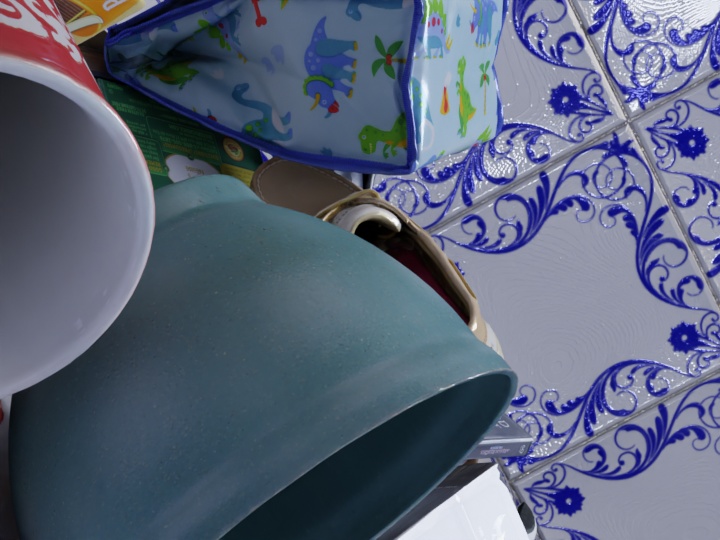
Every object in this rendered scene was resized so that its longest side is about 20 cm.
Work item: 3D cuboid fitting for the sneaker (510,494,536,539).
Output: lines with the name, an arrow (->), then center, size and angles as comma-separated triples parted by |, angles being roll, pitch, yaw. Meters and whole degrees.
sneaker -> 0.012, 0.159, 1.095 | 0.198, 0.082, 0.075 | 24, 21, 13

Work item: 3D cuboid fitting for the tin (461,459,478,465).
tin -> -0.004, 0.096, 1.191 | 0.199, 0.042, 0.112 | 37, 29, 18

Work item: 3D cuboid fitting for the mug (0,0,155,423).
mug -> -0.168, -0.051, 0.580 | 0.132, 0.178, 0.201 | 12, 32, -32

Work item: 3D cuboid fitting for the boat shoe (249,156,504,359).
boat shoe -> 0.006, -0.010, 0.918 | 0.200, 0.074, 0.069 | 42, -19, 30

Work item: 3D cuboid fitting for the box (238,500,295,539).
box -> -0.066, 0.049, 0.827 | 0.161, 0.049, 0.200 | 47, 23, -4

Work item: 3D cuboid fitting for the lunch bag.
lunch bag -> -0.028, -0.131, 0.995 | 0.170, 0.198, 0.129 | -23, 117, -65

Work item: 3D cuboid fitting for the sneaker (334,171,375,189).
sneaker -> -0.002, 0.000, 0.999 | 0.201, 0.076, 0.148 | 7, -88, 53

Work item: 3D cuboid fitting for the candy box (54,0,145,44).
candy box -> -0.192, -0.160, 0.749 | 0.056, 0.115, 0.200 | 65, 6, 27

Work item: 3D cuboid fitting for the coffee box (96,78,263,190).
coffee box -> -0.094, -0.009, 0.959 | 0.122, 0.044, 0.202 | 11, 51, -45

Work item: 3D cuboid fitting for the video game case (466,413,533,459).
video game case -> 0.006, 0.085, 1.136 | 0.199, 0.019, 0.143 | 4, 27, -45

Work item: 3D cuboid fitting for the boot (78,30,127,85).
boot -> -0.169, -0.138, 1.036 | 0.098, 0.074, 0.200 | 61, 13, 11

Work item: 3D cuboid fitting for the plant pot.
plant pot -> -0.057, 0.050, 0.649 | 0.135, 0.200, 0.200 | 52, 2, 17

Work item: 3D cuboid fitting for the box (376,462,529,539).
box -> 0.051, 0.230, 0.916 | 0.158, 0.048, 0.202 | -30, 99, -42
